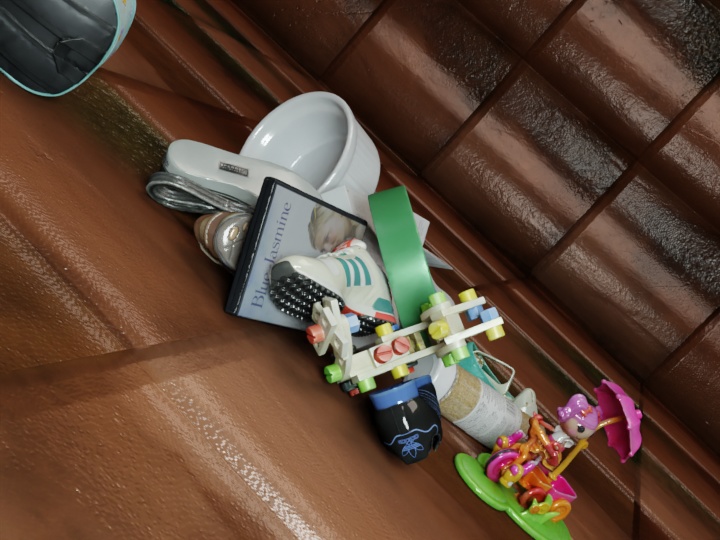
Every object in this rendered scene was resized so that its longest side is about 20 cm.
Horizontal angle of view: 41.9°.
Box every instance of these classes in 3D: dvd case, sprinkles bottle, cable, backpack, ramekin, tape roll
[{"bbox_3d":[-0.063,-0.008,1.015,0.018,0.143,0.200,16,-2,31],"label":"dvd case"},{"bbox_3d":[0.145,0.173,1.180,0.200,0.068,0.068,36,13,-26],"label":"sprinkles bottle"},{"bbox_3d":[-0.143,-0.054,1.061,0.200,0.097,0.050,26,60,-34],"label":"cable"},{"bbox_3d":[-0.351,-0.300,1.030,0.200,0.176,0.153,43,16,-12],"label":"backpack"},{"bbox_3d":[-0.069,-0.138,1.304,0.098,0.200,0.200,39,11,-45],"label":"ramekin"},{"bbox_3d":[0.057,0.000,1.120,0.200,0.048,0.201,-15,90,-86],"label":"tape roll"}]

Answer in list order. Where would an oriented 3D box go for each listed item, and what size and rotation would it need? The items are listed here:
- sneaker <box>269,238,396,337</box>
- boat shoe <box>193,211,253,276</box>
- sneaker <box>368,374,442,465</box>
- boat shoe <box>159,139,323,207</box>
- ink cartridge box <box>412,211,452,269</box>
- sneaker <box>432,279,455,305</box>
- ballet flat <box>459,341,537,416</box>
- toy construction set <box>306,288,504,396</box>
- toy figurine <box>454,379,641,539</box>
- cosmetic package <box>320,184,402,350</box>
[{"bbox_3d":[-0.031,0.005,1.008,0.200,0.070,0.093,28,51,-50],"label":"sneaker"},{"bbox_3d":[-0.107,-0.014,1.036,0.072,0.076,0.200,19,-15,36],"label":"boat shoe"},{"bbox_3d":[0.050,0.155,0.980,0.200,0.070,0.078,22,50,-79],"label":"sneaker"},{"bbox_3d":[-0.140,-0.094,1.120,0.200,0.064,0.071,21,49,-13],"label":"boat shoe"},{"bbox_3d":[0.017,-0.060,1.385,0.200,0.045,0.176,9,-12,42],"label":"ink cartridge box"},{"bbox_3d":[0.095,0.080,1.366,0.200,0.079,0.131,49,24,-46],"label":"sneaker"},{"bbox_3d":[0.206,0.178,1.344,0.200,0.070,0.067,46,12,15],"label":"ballet flat"},{"bbox_3d":[0.035,0.073,0.964,0.200,0.131,0.092,-2,75,-22],"label":"toy construction set"},{"bbox_3d":[0.234,0.200,1.087,0.200,0.184,0.150,32,16,-36],"label":"toy figurine"},{"bbox_3d":[0.000,0.000,1.175,0.083,0.051,0.200,21,52,-66],"label":"cosmetic package"}]
